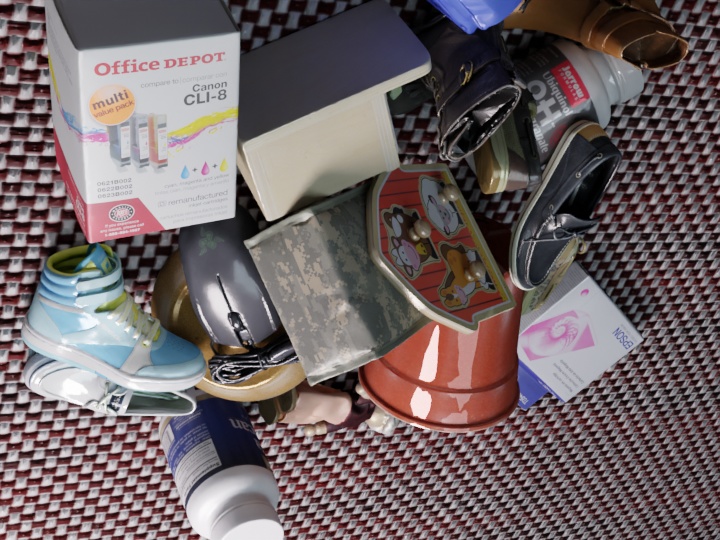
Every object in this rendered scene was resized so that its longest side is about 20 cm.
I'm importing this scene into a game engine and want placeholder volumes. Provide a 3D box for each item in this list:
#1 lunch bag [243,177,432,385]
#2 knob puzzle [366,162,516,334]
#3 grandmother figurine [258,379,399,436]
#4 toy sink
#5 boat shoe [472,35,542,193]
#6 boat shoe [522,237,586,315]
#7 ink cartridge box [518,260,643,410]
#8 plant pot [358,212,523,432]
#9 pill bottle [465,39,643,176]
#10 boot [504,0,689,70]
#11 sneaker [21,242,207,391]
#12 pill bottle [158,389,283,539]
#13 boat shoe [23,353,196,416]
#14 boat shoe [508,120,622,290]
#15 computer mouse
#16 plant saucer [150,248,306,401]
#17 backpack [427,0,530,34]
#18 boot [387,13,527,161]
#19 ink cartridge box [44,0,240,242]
[{"bbox_3d":[0.000,0.000,1.266,0.117,0.165,0.199,-24,-178,37],"label":"lunch bag"},{"bbox_3d":[0.077,-0.030,1.254,0.218,0.222,0.030,22,139,-40],"label":"knob puzzle"},{"bbox_3d":[-0.025,0.173,1.565,0.199,0.061,0.121,13,149,-40],"label":"grandmother figurine"},{"bbox_3d":[-0.033,-0.157,1.208,0.198,0.131,0.113,-25,137,-8],"label":"toy sink"},{"bbox_3d":[0.145,-0.159,1.240,0.064,0.202,0.073,5,148,-10],"label":"boat shoe"},{"bbox_3d":[0.230,-0.022,1.524,0.062,0.074,0.201,-6,142,-32],"label":"boat shoe"},{"bbox_3d":[0.266,0.104,1.674,0.200,0.043,0.196,-42,136,9],"label":"ink cartridge box"},{"bbox_3d":[0.108,0.049,1.439,0.199,0.201,0.197,-6,123,-24],"label":"plant pot"},{"bbox_3d":[0.200,-0.179,1.331,0.199,0.111,0.111,-31,137,-1],"label":"pill bottle"},{"bbox_3d":[0.221,-0.253,1.242,0.198,0.155,0.074,-13,134,-19],"label":"boot"},{"bbox_3d":[-0.245,0.043,1.267,0.198,0.080,0.132,16,119,-7],"label":"sneaker"},{"bbox_3d":[-0.160,0.244,1.444,0.110,0.201,0.112,-15,135,-16],"label":"pill bottle"},{"bbox_3d":[-0.272,0.127,1.373,0.198,0.067,0.074,2,127,-31],"label":"boat shoe"},{"bbox_3d":[0.216,-0.060,1.308,0.074,0.062,0.201,-3,125,-44],"label":"boat shoe"},{"bbox_3d":[-0.127,0.022,1.270,0.137,0.053,0.202,-17,105,13],"label":"computer mouse"},{"bbox_3d":[-0.134,0.056,1.329,0.198,0.035,0.202,2,109,7],"label":"plant saucer"},{"bbox_3d":[0.121,-0.332,1.112,0.200,0.168,0.162,-47,139,7],"label":"backpack"},{"bbox_3d":[0.082,-0.173,1.200,0.069,0.175,0.200,23,135,-26],"label":"boot"},{"bbox_3d":[-0.196,-0.156,1.105,0.144,0.145,0.201,-11,132,-20],"label":"ink cartridge box"}]
